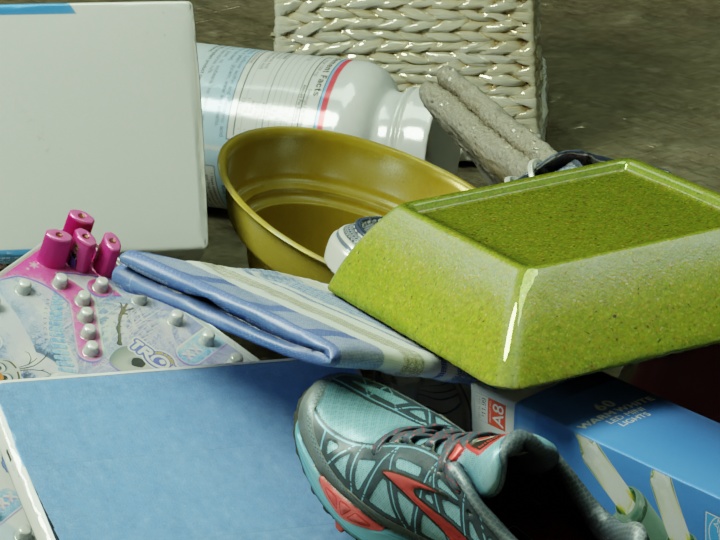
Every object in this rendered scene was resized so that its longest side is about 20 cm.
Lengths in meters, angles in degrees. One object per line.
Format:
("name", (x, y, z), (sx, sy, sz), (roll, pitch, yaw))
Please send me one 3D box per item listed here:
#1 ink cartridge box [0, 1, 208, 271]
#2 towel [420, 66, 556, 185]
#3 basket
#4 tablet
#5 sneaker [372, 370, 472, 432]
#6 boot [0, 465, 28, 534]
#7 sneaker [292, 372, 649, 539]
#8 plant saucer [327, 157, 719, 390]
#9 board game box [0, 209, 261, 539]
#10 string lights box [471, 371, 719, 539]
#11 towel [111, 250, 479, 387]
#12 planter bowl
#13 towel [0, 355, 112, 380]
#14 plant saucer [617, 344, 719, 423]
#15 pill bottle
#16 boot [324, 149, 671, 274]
("ink cartridge box", (-0.174, -0.061, 1.659), (0.147, 0.145, 0.200), (-3, -10, -11))
("towel", (0.109, -0.046, 1.748), (0.034, 0.133, 0.200), (-42, 28, -1))
("basket", (0.037, -0.180, 2.063), (0.198, 0.161, 0.200), (1, 19, 4))
("tablet", (-0.069, 0.094, 1.367), (0.200, 0.014, 0.130), (-3, 46, -29))
("sneaker", (0.049, 0.086, 1.493), (0.087, 0.075, 0.200), (5, 21, -1))
("boot", (-0.094, 0.109, 1.447), (0.200, 0.066, 0.165), (0, 23, -15))
("sneaker", (0.056, 0.094, 1.294), (0.200, 0.096, 0.079), (35, 49, 23))
("plant saucer", (0.110, -0.008, 1.431), (0.200, 0.048, 0.200), (-12, 20, -23))
("board game box", (-0.124, 0.069, 1.400), (0.200, 0.026, 0.200), (35, 42, 15))
("string lights box", (0.140, 0.120, 1.355), (0.059, 0.103, 0.200), (-20, 29, -35))
("towel", (-0.014, 0.030, 1.427), (0.147, 0.024, 0.200), (22, 7, 32))
("planter bowl", (0.000, 0.000, 1.659), (0.200, 0.083, 0.200), (18, 24, -8))
("towel", (-0.223, 0.044, 1.489), (0.133, 0.034, 0.200), (-10, 19, -30))
("plant saucer", (0.199, 0.061, 1.438), (0.201, 0.051, 0.201), (-30, 29, 19))
("pill bottle", (-0.041, -0.088, 1.888), (0.200, 0.109, 0.109), (8, 22, 17))
("boot", (0.079, -0.027, 1.565), (0.200, 0.090, 0.073), (5, 28, -33))
